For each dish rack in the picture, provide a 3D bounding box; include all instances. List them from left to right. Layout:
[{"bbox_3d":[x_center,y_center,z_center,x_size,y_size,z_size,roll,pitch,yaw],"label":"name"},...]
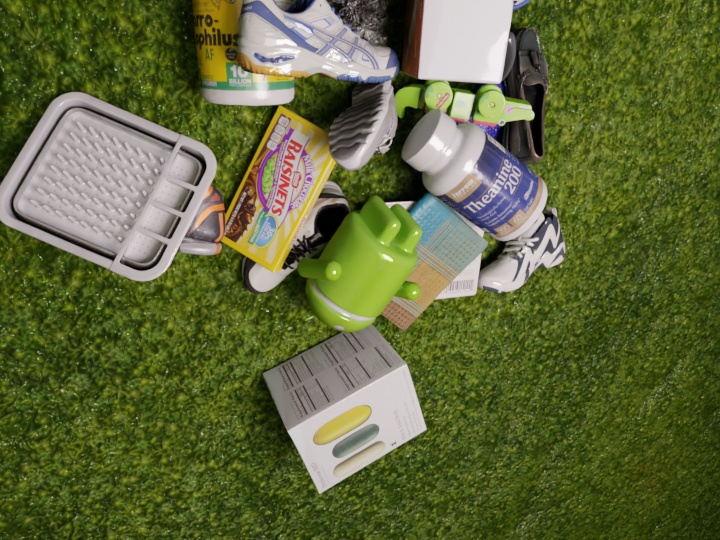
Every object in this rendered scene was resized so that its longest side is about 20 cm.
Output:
[{"bbox_3d":[-0.279,-0.093,0.589,0.199,0.044,0.173,23,77,-3],"label":"dish rack"}]

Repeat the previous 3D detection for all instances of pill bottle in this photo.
[{"bbox_3d":[-0.133,-0.297,0.589,0.112,0.113,0.201,-8,116,-22],"label":"pill bottle"},{"bbox_3d":[0.160,-0.137,0.741,0.199,0.111,0.111,31,97,-22],"label":"pill bottle"}]

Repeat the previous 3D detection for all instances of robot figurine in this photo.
[{"bbox_3d":[0.000,0.000,0.719,0.175,0.116,0.200,13,121,-42],"label":"robot figurine"}]

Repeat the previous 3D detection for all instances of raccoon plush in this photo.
[{"bbox_3d":[0.032,-0.334,0.658,0.200,0.097,0.134,-41,121,-4],"label":"raccoon plush"}]

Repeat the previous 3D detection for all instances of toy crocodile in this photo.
[{"bbox_3d":[0.147,-0.236,0.741,0.198,0.068,0.062,8,119,-1],"label":"toy crocodile"}]

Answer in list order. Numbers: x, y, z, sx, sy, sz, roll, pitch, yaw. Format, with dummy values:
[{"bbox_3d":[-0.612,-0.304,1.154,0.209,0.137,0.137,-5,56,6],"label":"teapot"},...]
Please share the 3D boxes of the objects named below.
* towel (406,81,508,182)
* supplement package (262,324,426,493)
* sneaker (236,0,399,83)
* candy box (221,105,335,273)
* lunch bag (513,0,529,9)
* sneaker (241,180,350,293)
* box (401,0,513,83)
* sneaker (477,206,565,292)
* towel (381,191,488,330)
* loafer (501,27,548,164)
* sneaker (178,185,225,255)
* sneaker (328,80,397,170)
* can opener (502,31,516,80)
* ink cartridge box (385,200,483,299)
[{"bbox_3d":[0.185,-0.191,0.829,0.200,0.050,0.148,-48,124,0],"label":"towel"},{"bbox_3d":[-0.026,0.214,0.846,0.199,0.151,0.152,-26,122,-13],"label":"supplement package"},{"bbox_3d":[-0.034,-0.253,0.561,0.199,0.075,0.089,-11,116,-36],"label":"sneaker"},{"bbox_3d":[-0.110,-0.108,0.703,0.102,0.026,0.201,29,99,6],"label":"candy box"},{"bbox_3d":[0.237,-0.471,0.716,0.200,0.076,0.160,-41,125,-3],"label":"lunch bag"},{"bbox_3d":[-0.093,-0.043,0.743,0.200,0.080,0.074,-49,125,3],"label":"sneaker"},{"bbox_3d":[0.110,-0.303,0.641,0.097,0.200,0.125,2,112,-2],"label":"box"},{"bbox_3d":[0.282,-0.051,0.922,0.198,0.079,0.130,-21,118,-17],"label":"sneaker"},{"bbox_3d":[0.088,-0.011,0.819,0.146,0.022,0.200,37,101,-29],"label":"towel"},{"bbox_3d":[0.256,-0.259,0.777,0.071,0.063,0.202,-6,102,-24],"label":"loafer"},{"bbox_3d":[-0.269,-0.085,0.650,0.199,0.078,0.113,5,96,-24],"label":"sneaker"},{"bbox_3d":[0.020,-0.183,0.677,0.074,0.201,0.082,-10,128,28],"label":"sneaker"},{"bbox_3d":[0.188,-0.353,0.703,0.066,0.053,0.200,5,148,6],"label":"can opener"},{"bbox_3d":[0.104,-0.036,0.848,0.199,0.045,0.177,-5,115,-17],"label":"ink cartridge box"}]
